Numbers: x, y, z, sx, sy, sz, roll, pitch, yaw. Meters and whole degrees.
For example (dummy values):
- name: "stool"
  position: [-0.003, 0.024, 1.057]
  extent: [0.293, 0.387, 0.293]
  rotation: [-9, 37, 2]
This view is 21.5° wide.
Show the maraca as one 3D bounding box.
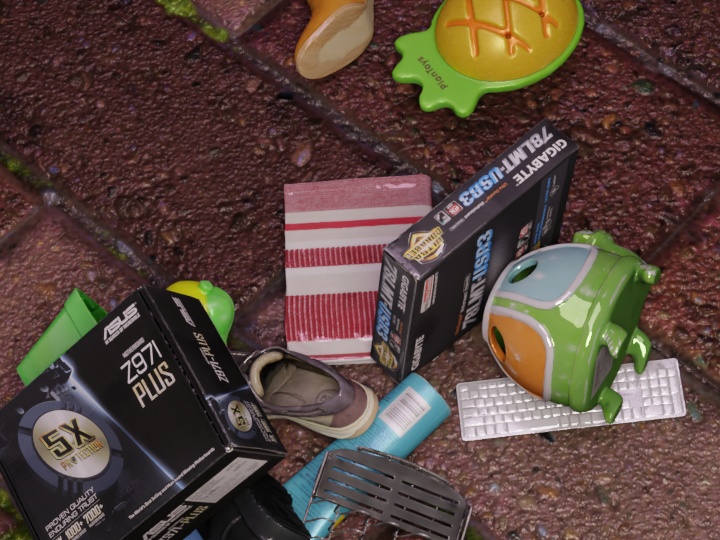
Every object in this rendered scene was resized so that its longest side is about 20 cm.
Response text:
- name: "maraca"
  position: [0.126, -0.226, 1.863]
  extent: [0.200, 0.107, 0.137]
  rotation: [-34, 60, -13]

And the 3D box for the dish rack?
- name: "dish rack"
  position: [0.012, 0.249, 1.569]
  extent: [0.153, 0.055, 0.200]
  rotation: [23, 71, -12]

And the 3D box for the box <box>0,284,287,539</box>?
- name: "box"
  position: [-0.186, 0.139, 1.542]
  extent: [0.200, 0.086, 0.164]
  rotation: [-39, 65, 18]

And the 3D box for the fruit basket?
- name: "fruit basket"
  position: [-0.179, 0.095, 1.672]
  extent: [0.215, 0.156, 0.216]
  rotation: [-8, 64, 18]

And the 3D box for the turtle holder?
- name: "turtle holder"
  position: [0.188, 0.029, 1.660]
  extent: [0.132, 0.141, 0.186]
  rotation: [18, 71, 20]

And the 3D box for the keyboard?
- name: "keyboard"
  position: [0.187, 0.116, 1.697]
  extent: [0.200, 0.011, 0.056]
  rotation: [-7, 57, 4]

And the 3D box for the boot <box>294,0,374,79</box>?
- name: "boot"
  position: [-0.043, -0.288, 1.957]
  extent: [0.144, 0.071, 0.201]
  rotation: [28, 62, 29]

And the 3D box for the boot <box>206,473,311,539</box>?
- name: "boot"
  position: [-0.120, 0.248, 1.573]
  extent: [0.163, 0.073, 0.198]
  rotation: [-56, 22, 5]

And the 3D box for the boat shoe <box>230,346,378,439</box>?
- name: "boat shoe"
  position: [-0.079, 0.098, 1.692]
  extent: [0.200, 0.065, 0.072]
  rotation: [13, 63, 33]

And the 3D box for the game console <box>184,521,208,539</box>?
- name: "game console"
  position: [-0.154, 0.307, 1.612]
  extent: [0.200, 0.031, 0.177]
  rotation: [-31, 59, -11]

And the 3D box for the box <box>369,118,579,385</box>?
- name: "box"
  position: [0.098, -0.013, 1.667]
  extent: [0.198, 0.200, 0.050]
  rotation: [-39, 68, -23]

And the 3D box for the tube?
- name: "tube"
  position: [-0.009, 0.173, 1.668]
  extent: [0.200, 0.050, 0.077]
  rotation: [-41, 42, -13]

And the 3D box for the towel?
- name: "towel"
  position: [0.000, 0.000, 1.790]
  extent: [0.144, 0.023, 0.200]
  rotation: [-4, 59, 3]
